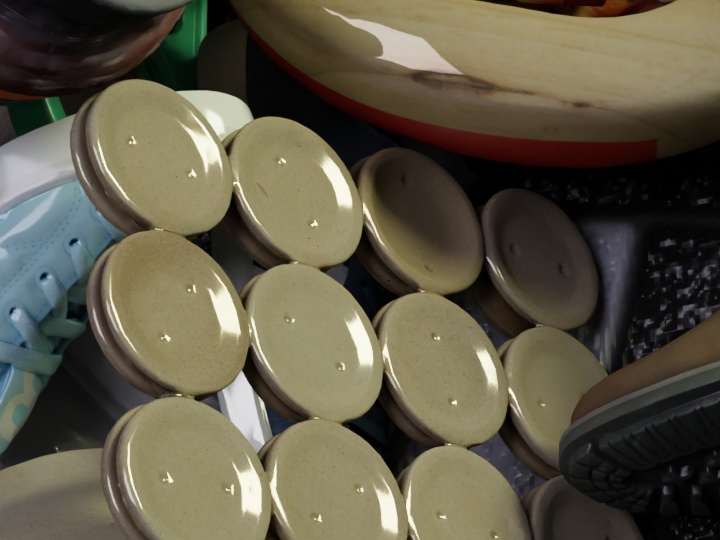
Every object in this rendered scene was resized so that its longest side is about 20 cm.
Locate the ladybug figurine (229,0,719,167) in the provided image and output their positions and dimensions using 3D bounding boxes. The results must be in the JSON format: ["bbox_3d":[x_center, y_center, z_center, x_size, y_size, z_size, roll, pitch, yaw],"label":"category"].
[{"bbox_3d":[0.046,-0.086,0.901,0.200,0.072,0.136,13,50,10],"label":"ladybug figurine"}]

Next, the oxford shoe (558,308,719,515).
[{"bbox_3d":[0.146,0.010,0.832,0.200,0.073,0.085,-25,48,14],"label":"oxford shoe"}]

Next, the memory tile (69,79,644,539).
[{"bbox_3d":[0.002,0.027,0.836,0.017,0.200,0.154,-34,54,41],"label":"memory tile"}]

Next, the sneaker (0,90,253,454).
[{"bbox_3d":[-0.111,0.020,0.870,0.200,0.074,0.082,-28,71,6],"label":"sneaker"}]

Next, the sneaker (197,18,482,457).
[{"bbox_3d":[0.000,0.000,0.929,0.084,0.075,0.200,-14,68,15],"label":"sneaker"}]

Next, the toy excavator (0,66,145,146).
[{"bbox_3d":[-0.136,-0.087,1.052,0.200,0.100,0.195,21,81,47],"label":"toy excavator"}]

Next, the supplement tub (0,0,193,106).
[{"bbox_3d":[-0.117,-0.099,0.839,0.200,0.107,0.107,-4,66,54],"label":"supplement tub"}]

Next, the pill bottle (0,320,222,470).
[{"bbox_3d":[-0.132,0.086,0.953,0.200,0.112,0.112,-44,52,9],"label":"pill bottle"}]

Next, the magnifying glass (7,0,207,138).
[{"bbox_3d":[-0.067,-0.092,0.980,0.022,0.080,0.200,-23,27,31],"label":"magnifying glass"}]

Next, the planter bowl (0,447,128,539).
[{"bbox_3d":[-0.072,0.139,0.847,0.200,0.200,0.135,-35,42,16],"label":"planter bowl"}]
